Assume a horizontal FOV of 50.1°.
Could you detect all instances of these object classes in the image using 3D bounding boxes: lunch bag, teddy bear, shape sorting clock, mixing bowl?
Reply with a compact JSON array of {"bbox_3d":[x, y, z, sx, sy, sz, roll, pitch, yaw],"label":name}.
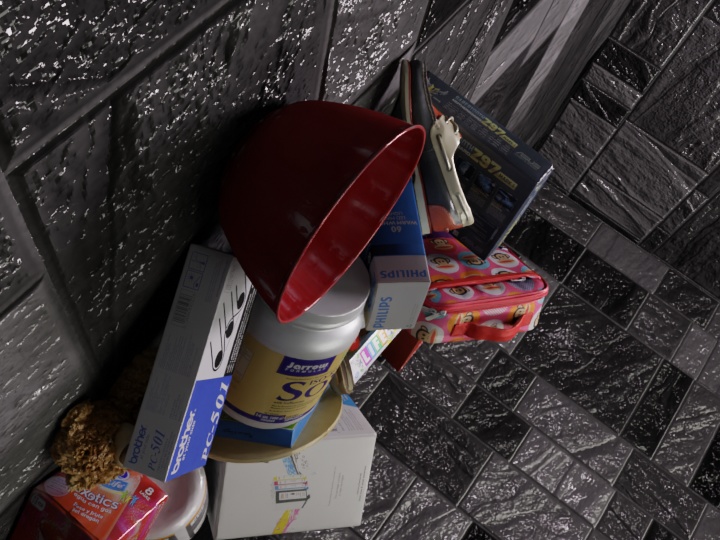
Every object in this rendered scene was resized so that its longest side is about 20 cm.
[{"bbox_3d":[0.134,0.030,0.993,0.200,0.176,0.082,-6,126,-27],"label":"lunch bag"},{"bbox_3d":[-0.205,0.137,0.746,0.145,0.067,0.200,-57,171,10],"label":"teddy bear"},{"bbox_3d":[-0.121,0.172,0.946,0.200,0.200,0.039,-39,132,-57],"label":"shape sorting clock"},{"bbox_3d":[-0.047,-0.066,0.646,0.200,0.108,0.200,-52,171,-12],"label":"mixing bowl"}]

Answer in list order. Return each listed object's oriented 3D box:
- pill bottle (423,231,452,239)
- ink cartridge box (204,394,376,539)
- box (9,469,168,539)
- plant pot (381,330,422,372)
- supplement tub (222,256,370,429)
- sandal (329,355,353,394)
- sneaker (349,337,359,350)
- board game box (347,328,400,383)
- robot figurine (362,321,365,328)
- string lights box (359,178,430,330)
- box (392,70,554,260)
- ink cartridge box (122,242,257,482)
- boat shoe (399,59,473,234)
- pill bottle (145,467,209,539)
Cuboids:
[{"bbox_3d":[0.101,-0.045,1.150,0.112,0.200,0.112,-9,167,-2],"label":"pill bottle"},{"bbox_3d":[-0.105,0.250,1.030,0.147,0.200,0.145,-136,-129,-61],"label":"ink cartridge box"},{"bbox_3d":[-0.291,0.286,0.781,0.200,0.095,0.100,-58,170,26],"label":"box"},{"bbox_3d":[0.080,0.037,1.465,0.200,0.176,0.200,-48,171,-30],"label":"plant pot"},{"bbox_3d":[-0.082,0.064,0.842,0.145,0.145,0.200,-43,167,-47],"label":"supplement tub"},{"bbox_3d":[-0.059,0.074,0.988,0.054,0.200,0.080,-24,146,9],"label":"sandal"},{"bbox_3d":[0.000,0.000,0.943,0.077,0.085,0.200,84,8,-78],"label":"sneaker"},{"bbox_3d":[-0.051,0.117,1.178,0.200,0.034,0.134,-7,-151,42],"label":"board game box"},{"bbox_3d":[-0.006,0.005,1.103,0.200,0.113,0.170,-59,-170,34],"label":"robot figurine"},{"bbox_3d":[0.026,-0.044,0.865,0.103,0.059,0.200,103,-18,-57],"label":"string lights box"},{"bbox_3d":[0.119,-0.128,0.961,0.051,0.200,0.158,-43,166,-35],"label":"box"},{"bbox_3d":[-0.146,0.080,0.695,0.094,0.044,0.200,27,80,-79],"label":"ink cartridge box"},{"bbox_3d":[0.083,-0.138,0.862,0.071,0.063,0.200,-85,164,-72],"label":"boat shoe"},{"bbox_3d":[-0.241,0.274,0.928,0.116,0.116,0.200,-49,171,-25],"label":"pill bottle"}]
